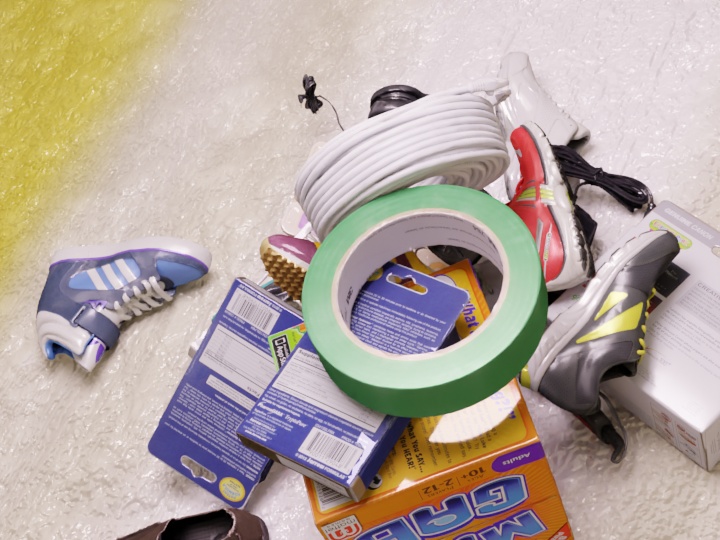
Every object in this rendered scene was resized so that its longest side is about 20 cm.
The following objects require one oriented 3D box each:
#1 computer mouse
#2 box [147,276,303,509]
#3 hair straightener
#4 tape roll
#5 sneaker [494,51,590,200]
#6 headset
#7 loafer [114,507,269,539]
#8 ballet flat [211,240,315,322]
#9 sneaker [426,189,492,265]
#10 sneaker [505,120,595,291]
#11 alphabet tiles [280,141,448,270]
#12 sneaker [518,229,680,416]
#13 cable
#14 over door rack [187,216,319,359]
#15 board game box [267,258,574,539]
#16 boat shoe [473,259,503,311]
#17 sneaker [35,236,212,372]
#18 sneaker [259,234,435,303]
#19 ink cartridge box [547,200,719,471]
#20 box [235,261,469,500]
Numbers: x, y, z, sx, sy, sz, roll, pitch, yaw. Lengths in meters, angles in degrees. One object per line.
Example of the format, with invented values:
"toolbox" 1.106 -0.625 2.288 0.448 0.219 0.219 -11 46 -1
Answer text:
"computer mouse" 0.226 -0.024 1.389 0.140 0.046 0.201 20 60 -4
"box" -0.117 0.122 1.347 0.121 0.032 0.201 31 97 10
"hair straightener" 0.188 0.106 1.300 0.041 0.077 0.200 -32 52 -7
"tape roll" 0.052 0.022 1.115 0.199 0.048 0.201 -8 54 11
"sneaker" 0.200 -0.156 1.492 0.099 0.078 0.201 -7 63 6
"headset" 0.025 -0.164 1.537 0.199 0.094 0.124 22 64 18
"loafer" -0.191 0.269 1.322 0.199 0.071 0.073 -21 52 4
"ballet flat" -0.067 0.024 1.461 0.200 0.073 0.073 -38 52 -17
"sneaker" 0.103 -0.054 1.381 0.076 0.114 0.200 -48 32 11
"sneaker" 0.165 -0.064 1.330 0.084 0.077 0.201 -20 50 12
"alphabet tiles" 0.023 -0.061 1.461 0.194 0.015 0.201 21 65 1
"sneaker" 0.232 0.051 1.233 0.085 0.075 0.200 40 79 17
"cable" 0.039 -0.088 1.238 0.199 0.200 0.070 -18 74 -26
"over door rack" -0.059 0.057 1.376 0.148 0.067 0.200 41 86 8
"board game box" 0.056 0.153 1.235 0.199 0.200 0.201 -21 51 4
"boat shoe" 0.114 0.033 1.384 0.200 0.067 0.073 -43 54 -12
"sneaker" -0.265 0.046 1.509 0.199 0.081 0.147 -3 63 13
"sneaker" 0.000 0.000 1.329 0.199 0.075 0.091 27 65 -8
"ink cartridge box" 0.308 0.055 1.289 0.175 0.084 0.200 -42 54 -11
"box" -0.001 0.084 1.146 0.121 0.032 0.200 21 65 30
